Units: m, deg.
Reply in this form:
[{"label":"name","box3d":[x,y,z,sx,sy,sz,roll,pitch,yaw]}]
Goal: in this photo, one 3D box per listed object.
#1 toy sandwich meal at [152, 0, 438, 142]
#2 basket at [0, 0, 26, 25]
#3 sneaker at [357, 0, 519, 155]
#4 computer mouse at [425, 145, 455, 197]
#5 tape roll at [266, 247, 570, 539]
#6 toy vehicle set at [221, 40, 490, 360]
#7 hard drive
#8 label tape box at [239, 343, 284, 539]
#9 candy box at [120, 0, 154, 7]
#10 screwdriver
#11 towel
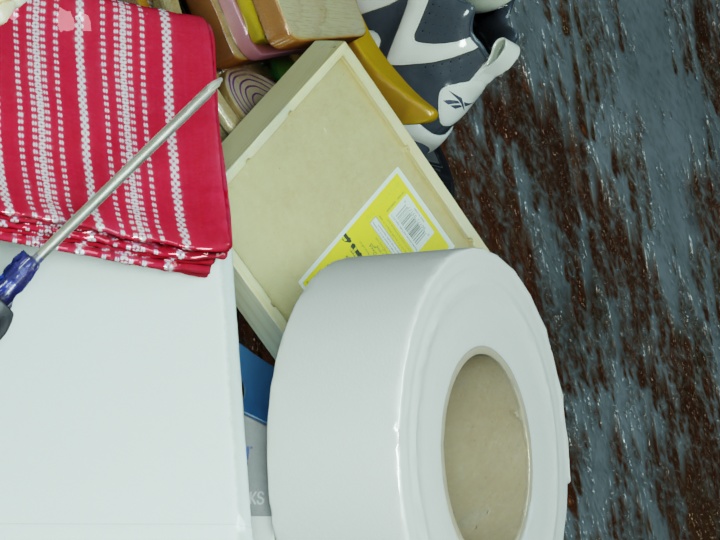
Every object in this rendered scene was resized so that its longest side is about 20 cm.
[{"label":"toy sandwich meal","box3d":[-0.034,-0.125,1.527,0.205,0.070,0.206,43,29,-30]},{"label":"basket","box3d":[-0.239,-0.141,1.135,0.162,0.199,0.198,65,26,-13]},{"label":"sneaker","box3d":[0.035,-0.174,1.699,0.079,0.129,0.200,27,38,-46]},{"label":"computer mouse","box3d":[-0.004,-0.102,1.758,0.138,0.053,0.201,17,45,-53]},{"label":"tape roll","box3d":[0.031,0.091,1.399,0.202,0.070,0.204,19,68,-62]},{"label":"toy vehicle set","box3d":[0.000,0.000,1.481,0.124,0.026,0.200,-48,118,-25]},{"label":"hard drive","box3d":[-0.120,0.045,1.337,0.026,0.131,0.201,115,-27,-59]},{"label":"label tape box","box3d":[-0.043,0.127,1.409,0.144,0.063,0.202,41,50,-65]},{"label":"candy box","box3d":[-0.146,-0.153,1.497,0.200,0.055,0.116,18,54,-60]},{"label":"screwdriver","box3d":[-0.135,-0.018,1.300,0.029,0.200,0.028,33,-14,36]},{"label":"towel","box3d":[-0.155,-0.076,1.343,0.199,0.022,0.146,10,56,-24]}]
